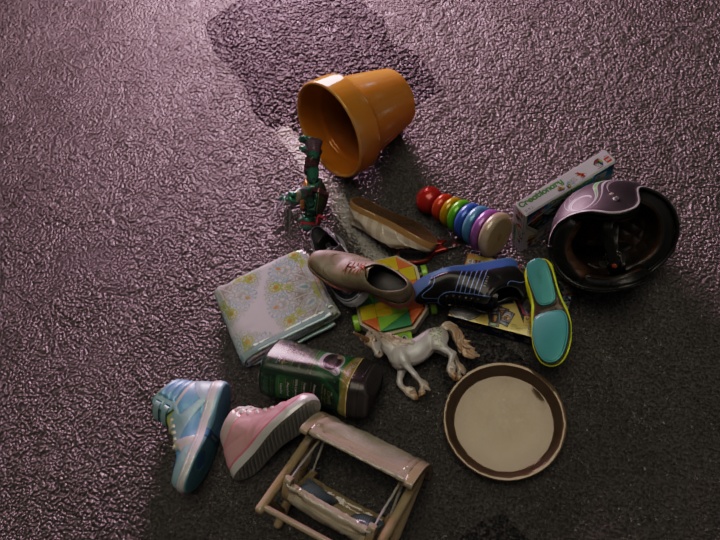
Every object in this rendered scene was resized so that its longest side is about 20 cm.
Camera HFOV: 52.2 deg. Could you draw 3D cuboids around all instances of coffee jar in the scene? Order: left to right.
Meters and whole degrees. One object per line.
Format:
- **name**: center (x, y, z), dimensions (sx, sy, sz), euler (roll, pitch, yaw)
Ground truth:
- **coffee jar**: center (-0.065, 0.184, 1.250), dimensions (0.199, 0.086, 0.104), euler (12, 28, 16)

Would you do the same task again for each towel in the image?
- **towel**: center (-0.155, 0.066, 1.365), dimensions (0.199, 0.048, 0.171), euler (-25, 57, -5)

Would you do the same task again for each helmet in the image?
- **helmet**: center (0.431, -0.064, 1.261), dimensions (0.200, 0.201, 0.191), euler (32, 39, 24)

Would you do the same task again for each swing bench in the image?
- **swing bench**: center (-0.019, 0.338, 1.140), dimensions (0.198, 0.130, 0.200), euler (21, 66, 20)

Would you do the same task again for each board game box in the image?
- **board game box**: center (0.269, 0.054, 1.308), dimensions (0.199, 0.035, 0.136), euler (15, 64, 17)
- **board game box**: center (0.367, -0.125, 1.341), dimensions (0.200, 0.126, 0.035), euler (-30, 61, -9)

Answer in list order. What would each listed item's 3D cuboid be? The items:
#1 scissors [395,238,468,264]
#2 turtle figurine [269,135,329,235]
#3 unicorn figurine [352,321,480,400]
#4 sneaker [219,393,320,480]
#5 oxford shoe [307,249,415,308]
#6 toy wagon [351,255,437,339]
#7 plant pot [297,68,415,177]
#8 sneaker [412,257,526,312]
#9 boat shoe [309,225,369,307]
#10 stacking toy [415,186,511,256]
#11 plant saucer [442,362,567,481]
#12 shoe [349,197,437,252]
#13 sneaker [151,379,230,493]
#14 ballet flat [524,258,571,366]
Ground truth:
- **scissors**: center (0.167, -0.042, 1.394), dimensions (0.199, 0.014, 0.073), euler (2, 59, 9)
- **turtle figurine**: center (-0.111, -0.154, 1.443), dimensions (0.100, 0.150, 0.201), euler (12, 79, -20)
- **unicorn figurine**: center (0.092, 0.145, 1.255), dimensions (0.199, 0.074, 0.138), euler (-19, 73, -25)
- **sneaker**: center (-0.160, 0.246, 1.220), dimensions (0.200, 0.075, 0.105), euler (-45, 54, 15)
- **oxford shoe**: center (0.000, 0.000, 1.258), dimensions (0.199, 0.075, 0.071), euler (17, 70, 13)
- **toy wagon**: center (0.059, 0.068, 1.331), dimensions (0.155, 0.040, 0.201), euler (-13, 59, 2)
- **plant pot**: center (0.004, -0.316, 1.482), dimensions (0.183, 0.201, 0.200), euler (-32, 60, -27)
- **sneaker**: center (0.188, 0.037, 1.271), dimensions (0.199, 0.070, 0.078), euler (-14, 55, 1)
- **boat shoe**: center (-0.045, -0.014, 1.347), dimensions (0.072, 0.068, 0.200), euler (-38, 44, 12)
- **stacking toy**: center (0.182, -0.102, 1.383), dimensions (0.200, 0.085, 0.085), euler (31, 69, 37)
- **plant saucer**: center (0.236, 0.248, 1.208), dimensions (0.199, 0.029, 0.201), euler (-4, 60, 8)
- **shoe**: center (0.059, -0.077, 1.401), dimensions (0.200, 0.054, 0.070), euler (30, 26, 27)
- **sneaker**: center (-0.310, 0.275, 1.254), dimensions (0.130, 0.080, 0.200), euler (8, 53, 11)
- **ballet flat**: center (0.317, 0.074, 1.230), dimensions (0.067, 0.067, 0.201), euler (-14, 58, 19)
